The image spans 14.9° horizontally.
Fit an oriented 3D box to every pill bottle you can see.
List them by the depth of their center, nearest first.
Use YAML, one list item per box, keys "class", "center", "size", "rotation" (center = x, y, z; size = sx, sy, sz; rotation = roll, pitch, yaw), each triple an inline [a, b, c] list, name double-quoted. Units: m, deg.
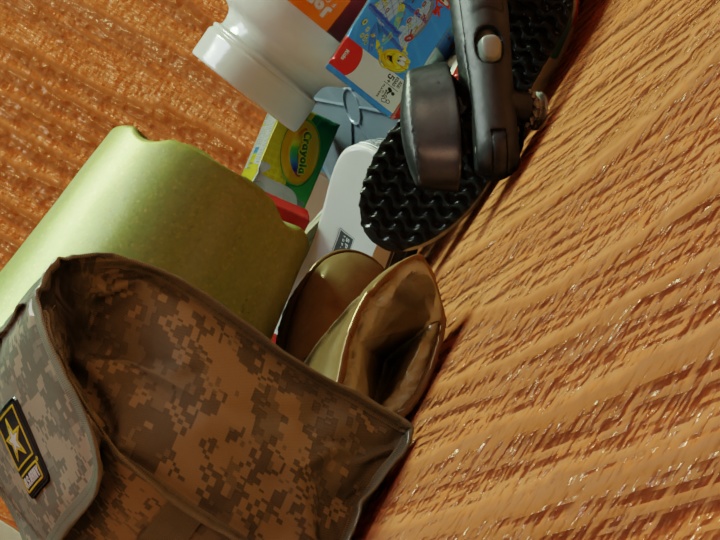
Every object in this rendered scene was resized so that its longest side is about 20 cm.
- class: "pill bottle"
  center: [-0.014, -0.192, 1.752]
  size: [0.200, 0.113, 0.113]
  rotation: [-53, 5, 2]

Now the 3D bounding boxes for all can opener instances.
- class: "can opener"
  center: [0.065, -0.142, 1.563]
  size: [0.063, 0.078, 0.202]
  rotation: [133, 140, -68]

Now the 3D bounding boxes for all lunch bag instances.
- class: "lunch bag"
  center: [-0.099, 0.088, 1.329]
  size: [0.118, 0.199, 0.164]
  rotation: [-60, 5, -29]

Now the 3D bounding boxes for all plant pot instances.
- class: "plant pot"
  center: [-0.127, 0.029, 1.521]
  size: [0.185, 0.200, 0.200]
  rotation: [-61, 5, -13]

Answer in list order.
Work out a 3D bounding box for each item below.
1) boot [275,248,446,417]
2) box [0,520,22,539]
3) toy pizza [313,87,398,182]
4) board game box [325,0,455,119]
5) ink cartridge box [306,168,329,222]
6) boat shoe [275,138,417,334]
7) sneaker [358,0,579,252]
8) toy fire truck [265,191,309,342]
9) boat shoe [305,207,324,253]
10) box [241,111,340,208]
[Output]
- class: "boot"
  center: [0.003, 0.037, 1.465]
  size: [0.200, 0.066, 0.176]
  rotation: [129, 160, -63]
- class: "box"
  center: [-0.269, 0.292, 1.821]
  size: [0.200, 0.199, 0.171]
  rotation: [-59, 6, -33]
- class: "toy pizza"
  center: [0.007, -0.117, 1.883]
  size: [0.032, 0.201, 0.200]
  rotation: [-18, -11, -20]
- class: "board game box"
  center: [0.087, -0.195, 1.720]
  size: [0.196, 0.056, 0.200]
  rotation: [-57, -16, 20]
- class: "ink cartridge box"
  center: [-0.009, -0.066, 2.146]
  size: [0.145, 0.083, 0.200]
  rotation: [-55, 5, 38]
- class: "boat shoe"
  center: [0.000, 0.000, 1.741]
  size: [0.068, 0.072, 0.201]
  rotation: [-14, -46, -44]
- class: "sneaker"
  center: [0.073, -0.096, 1.651]
  size: [0.201, 0.070, 0.093]
  rotation: [-60, -14, 8]
- class: "toy fire truck"
  center: [-0.092, 0.058, 1.698]
  size: [0.141, 0.048, 0.201]
  rotation: [-102, 37, -70]
- class: "boat shoe"
  center: [-0.024, 0.014, 1.822]
  size: [0.201, 0.074, 0.069]
  rotation: [-57, 10, 23]
- class: "box"
  center: [-0.076, -0.015, 1.872]
  size: [0.117, 0.048, 0.201]
  rotation: [-156, 91, -84]
